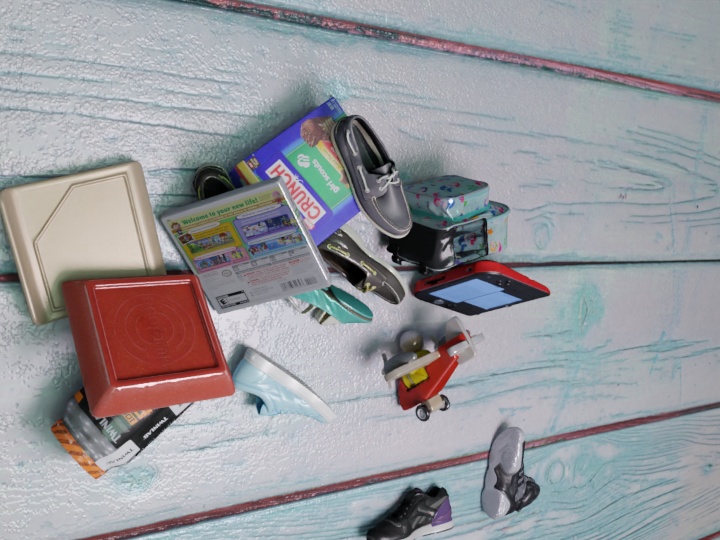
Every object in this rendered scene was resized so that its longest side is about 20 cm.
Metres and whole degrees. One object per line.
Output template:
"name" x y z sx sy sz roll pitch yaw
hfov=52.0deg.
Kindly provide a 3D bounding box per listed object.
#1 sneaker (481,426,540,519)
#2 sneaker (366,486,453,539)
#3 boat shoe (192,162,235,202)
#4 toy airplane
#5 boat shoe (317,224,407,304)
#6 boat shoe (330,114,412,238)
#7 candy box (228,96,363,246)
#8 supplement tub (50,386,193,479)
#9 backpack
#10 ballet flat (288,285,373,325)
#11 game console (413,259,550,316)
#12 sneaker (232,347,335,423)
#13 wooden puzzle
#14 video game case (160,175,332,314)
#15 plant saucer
"sneaker" 0.327 0.423 1.555 0.113 0.075 0.203 7 101 -35
"sneaker" 0.090 0.465 1.414 0.198 0.075 0.089 -3 86 -37
"boat shoe" -0.189 -0.062 1.107 0.071 0.061 0.203 -28 113 -1
"toy airplane" 0.127 0.154 1.325 0.199 0.141 0.200 -42 153 -7
"boat shoe" 0.000 0.000 1.240 0.201 0.071 0.061 42 59 -25
"boat shoe" 0.023 -0.141 1.105 0.072 0.063 0.201 -32 96 -24
"candy box" -0.075 -0.141 1.140 0.200 0.077 0.170 -40 96 -21
"supplement tub" -0.323 0.186 1.038 0.200 0.122 0.123 -44 120 -20
"backpack" 0.159 -0.084 1.280 0.198 0.177 0.153 -9 109 -36
"ballet flat" -0.067 0.050 1.230 0.199 0.068 0.071 35 104 -33
"game console" 0.214 0.039 1.333 0.176 0.199 0.031 24 62 -34
"sneaker" -0.131 0.208 1.211 0.200 0.074 0.082 40 85 -24
"wooden puzzle" -0.376 -0.041 1.016 0.199 0.037 0.187 -20 110 -34
"video game case" -0.164 -0.031 1.075 0.022 0.198 0.183 -74 144 -54
"plant saucer" -0.277 0.084 0.988 0.198 0.037 0.201 -3 57 -38
